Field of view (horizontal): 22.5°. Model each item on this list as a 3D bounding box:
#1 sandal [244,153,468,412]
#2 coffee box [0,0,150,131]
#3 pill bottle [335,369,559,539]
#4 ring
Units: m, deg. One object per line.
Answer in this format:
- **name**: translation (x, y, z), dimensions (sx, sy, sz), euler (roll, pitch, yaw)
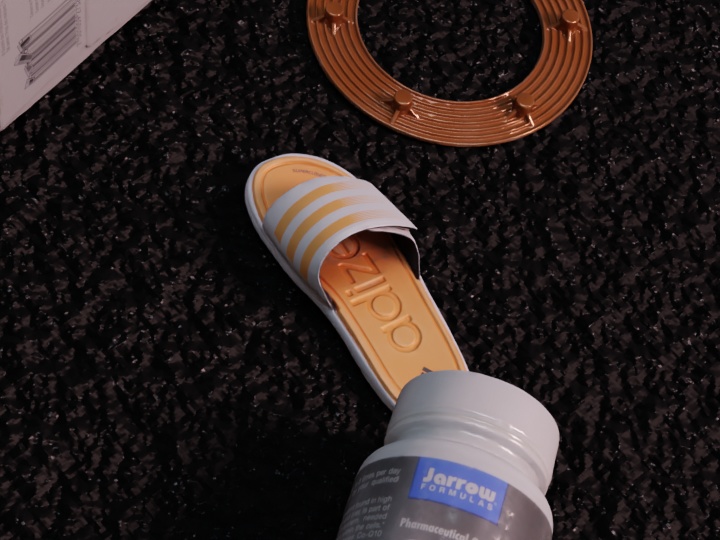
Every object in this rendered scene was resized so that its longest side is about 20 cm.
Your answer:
- **sandal**: translation (0.007, -0.003, 1.088), dimensions (0.079, 0.059, 0.207), euler (-26, 66, -23)
- **coffee box**: translation (-0.232, -0.254, 1.122), dimensions (0.197, 0.200, 0.200), euler (36, 60, 14)
- **pill bottle**: translation (0.039, 0.162, 0.959), dimensions (0.113, 0.114, 0.202), euler (17, 58, 2)
- **ring**: translation (0.062, -0.170, 1.225), dimensions (0.198, 0.019, 0.202), euler (4, 59, -7)
